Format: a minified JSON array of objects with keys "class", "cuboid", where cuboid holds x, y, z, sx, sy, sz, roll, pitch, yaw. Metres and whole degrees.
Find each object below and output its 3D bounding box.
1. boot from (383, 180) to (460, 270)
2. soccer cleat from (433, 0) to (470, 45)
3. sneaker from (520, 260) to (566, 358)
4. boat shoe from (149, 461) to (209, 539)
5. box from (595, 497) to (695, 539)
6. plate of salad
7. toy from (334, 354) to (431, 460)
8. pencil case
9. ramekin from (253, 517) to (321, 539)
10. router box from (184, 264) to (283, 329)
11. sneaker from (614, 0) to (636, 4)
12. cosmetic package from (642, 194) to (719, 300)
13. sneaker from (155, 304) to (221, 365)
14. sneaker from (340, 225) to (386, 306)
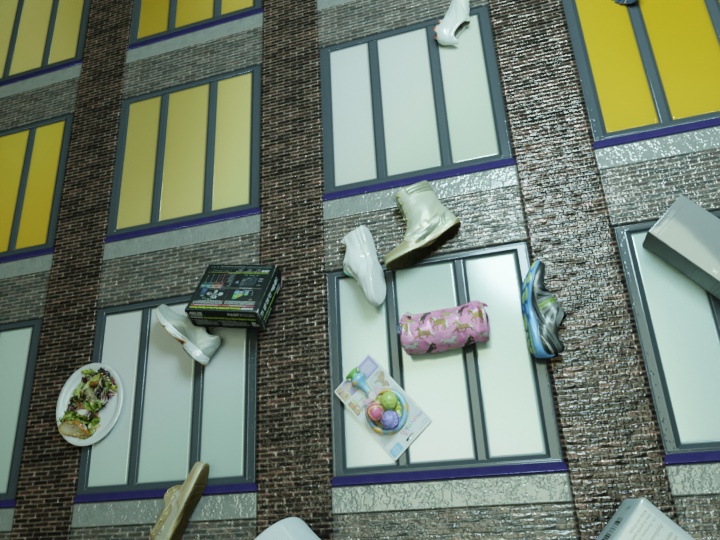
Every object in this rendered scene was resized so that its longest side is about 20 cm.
[{"class":"boot","cuboid":[0.112,-0.106,1.324,0.198,0.072,0.156,-33,65,-2]},{"class":"soccer cleat","cuboid":[0.261,-0.679,1.492,0.076,0.069,0.203,23,86,18]},{"class":"sneaker","cuboid":[0.381,0.080,1.183,0.081,0.071,0.204,-3,70,1]},{"class":"boat shoe","cuboid":[-0.403,0.510,1.257,0.068,0.074,0.203,22,79,17]},{"class":"box","cuboid":[0.460,0.507,0.925,0.171,0.200,0.200,38,84,27]},{"class":"plate of salad","cuboid":[-0.682,0.330,1.422,0.196,0.048,0.204,-6,69,16]},{"class":"toy","cuboid":[0.040,0.286,1.216,0.115,0.047,0.200,-46,64,-1]},{"class":"pencil case","cuboid":[0.179,0.122,1.217,0.196,0.088,0.084,-11,36,13]},{"class":"ramekin","cuboid":[-0.155,0.576,1.094,0.097,0.201,0.201,38,84,32]},{"class":"router box","cuboid":[-0.298,0.060,1.364,0.196,0.063,0.151,0,45,18]},{"class":"sneaker","cuboid":[0.627,-0.738,1.394,0.084,0.077,0.202,-29,65,0]},{"class":"cosmetic package","cuboid":[0.674,-0.042,1.121,0.199,0.090,0.107,41,89,22]},{"class":"sneaker","cuboid":[-0.417,0.140,1.404,0.199,0.076,0.092,40,77,18]},{"class":"sneaker","cuboid":[0.000,0.000,1.329,0.087,0.075,0.203,-24,59,21]}]
